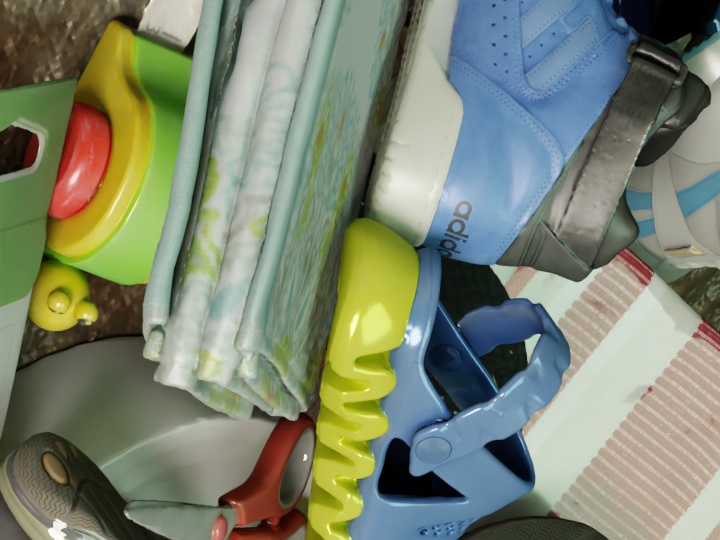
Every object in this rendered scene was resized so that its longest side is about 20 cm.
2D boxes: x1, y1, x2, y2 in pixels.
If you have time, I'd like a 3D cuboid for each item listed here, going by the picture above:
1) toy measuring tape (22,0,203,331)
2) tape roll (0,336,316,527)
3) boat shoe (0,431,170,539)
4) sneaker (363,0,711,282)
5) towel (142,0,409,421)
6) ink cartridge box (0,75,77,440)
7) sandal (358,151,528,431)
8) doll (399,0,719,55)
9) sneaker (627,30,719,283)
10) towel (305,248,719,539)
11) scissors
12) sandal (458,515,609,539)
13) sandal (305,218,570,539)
[{"bbox_3d":[-0.065,-0.064,0.889,0.073,0.074,0.201,19,104,-47],"label":"toy measuring tape"},{"bbox_3d":[-0.097,0.130,0.990,0.202,0.071,0.203,-23,130,-31],"label":"tape roll"},{"bbox_3d":[-0.089,0.130,0.901,0.073,0.075,0.200,-36,135,2],"label":"boat shoe"},{"bbox_3d":[0.077,-0.093,0.931,0.077,0.111,0.201,118,-13,-71],"label":"sneaker"},{"bbox_3d":[-0.027,-0.050,0.858,0.171,0.048,0.201,62,42,-80],"label":"towel"},{"bbox_3d":[-0.158,0.028,0.835,0.104,0.059,0.201,-25,130,-73],"label":"ink cartridge box"},{"bbox_3d":[0.000,-0.001,0.993,0.075,0.048,0.201,-48,116,-24],"label":"sandal"},{"bbox_3d":[0.107,-0.129,1.022,0.200,0.048,0.137,-38,124,-18],"label":"doll"},{"bbox_3d":[0.149,-0.030,1.061,0.076,0.081,0.200,-32,165,-16],"label":"sneaker"},{"bbox_3d":[0.078,0.056,1.063,0.200,0.023,0.144,41,86,-15],"label":"towel"},{"bbox_3d":[-0.048,0.096,0.876,0.200,0.014,0.074,-22,125,-74],"label":"scissors"},{"bbox_3d":[0.021,0.167,1.029,0.200,0.057,0.080,-34,93,-1],"label":"sandal"},{"bbox_3d":[0.024,0.074,0.923,0.087,0.080,0.201,7,132,-2],"label":"sandal"}]
